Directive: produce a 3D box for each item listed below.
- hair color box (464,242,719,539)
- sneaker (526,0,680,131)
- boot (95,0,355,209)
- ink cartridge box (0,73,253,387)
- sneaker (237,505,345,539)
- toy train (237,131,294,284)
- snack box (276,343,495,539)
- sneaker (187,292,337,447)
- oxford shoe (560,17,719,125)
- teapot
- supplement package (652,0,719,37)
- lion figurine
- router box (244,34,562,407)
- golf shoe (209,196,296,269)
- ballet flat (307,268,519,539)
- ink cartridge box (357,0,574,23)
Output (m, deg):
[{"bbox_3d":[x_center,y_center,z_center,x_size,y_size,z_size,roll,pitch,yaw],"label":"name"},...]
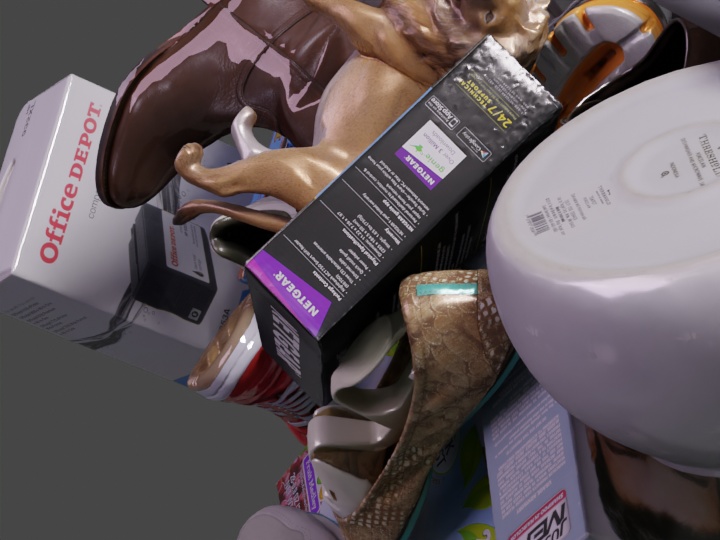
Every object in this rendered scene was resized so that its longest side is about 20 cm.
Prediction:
[{"bbox_3d":[0.109,0.069,0.926,0.061,0.099,0.200,-46,32,35],"label":"hair color box"},{"bbox_3d":[0.110,-0.094,1.109,0.200,0.078,0.077,-38,11,51],"label":"sneaker"},{"bbox_3d":[-0.040,-0.065,1.139,0.200,0.064,0.187,40,107,29],"label":"boot"},{"bbox_3d":[-0.138,-0.019,1.364,0.084,0.200,0.145,-21,50,57],"label":"ink cartridge box"},{"bbox_3d":[-0.040,0.179,0.992,0.077,0.081,0.200,-61,25,25],"label":"sneaker"},{"bbox_3d":[-0.019,-0.068,1.318,0.114,0.087,0.200,-13,58,70],"label":"toy train"},{"bbox_3d":[0.035,0.131,1.054,0.169,0.068,0.200,-53,30,29],"label":"snack box"},{"bbox_3d":[-0.031,0.064,1.155,0.071,0.112,0.200,-51,1,4],"label":"sneaker"},{"bbox_3d":[0.121,-0.046,1.020,0.200,0.084,0.073,-57,29,24],"label":"oxford shoe"},{"bbox_3d":[0.154,0.016,0.838,0.197,0.146,0.200,4,38,43],"label":"teapot"},{"bbox_3d":[0.224,-0.186,0.896,0.117,0.117,0.200,26,93,62],"label":"supplement package"},{"bbox_3d":[0.001,-0.080,1.046,0.200,0.122,0.072,-58,-14,4],"label":"lion figurine"},{"bbox_3d":[0.018,-0.016,0.971,0.149,0.051,0.200,-44,-9,-9],"label":"router box"},{"bbox_3d":[0.000,0.000,1.155,0.200,0.097,0.079,11,100,43],"label":"golf shoe"},{"bbox_3d":[0.012,0.066,0.946,0.071,0.065,0.200,-93,21,-45],"label":"ballet flat"},{"bbox_3d":[0.049,-0.200,1.200,0.200,0.084,0.146,0,60,39],"label":"ink cartridge box"}]
